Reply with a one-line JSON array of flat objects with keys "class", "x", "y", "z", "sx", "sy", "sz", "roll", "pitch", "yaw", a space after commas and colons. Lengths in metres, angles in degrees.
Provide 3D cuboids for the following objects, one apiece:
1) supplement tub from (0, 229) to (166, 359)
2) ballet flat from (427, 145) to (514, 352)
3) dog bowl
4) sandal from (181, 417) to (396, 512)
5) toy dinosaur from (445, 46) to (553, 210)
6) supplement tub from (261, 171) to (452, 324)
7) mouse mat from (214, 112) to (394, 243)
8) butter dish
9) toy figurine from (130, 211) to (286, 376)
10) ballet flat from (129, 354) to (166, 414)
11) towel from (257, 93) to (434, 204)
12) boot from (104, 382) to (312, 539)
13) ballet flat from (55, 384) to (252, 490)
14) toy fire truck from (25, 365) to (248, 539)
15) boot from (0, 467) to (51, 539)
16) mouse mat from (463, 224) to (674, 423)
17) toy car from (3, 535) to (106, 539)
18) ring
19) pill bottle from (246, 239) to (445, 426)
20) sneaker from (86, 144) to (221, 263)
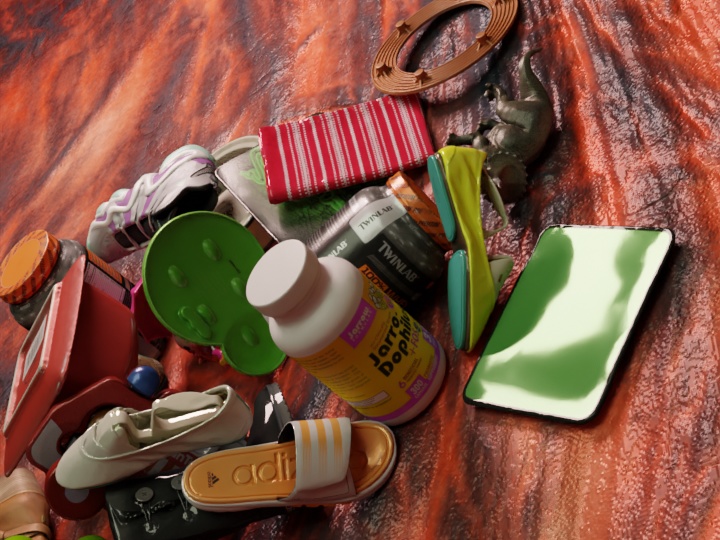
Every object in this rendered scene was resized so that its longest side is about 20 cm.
[{"class": "supplement tub", "x": -0.342, "y": 0.045, "z": 1.634, "sx": 0.122, "sy": 0.200, "sz": 0.123, "roll": -30, "pitch": 38, "yaw": 26}, {"class": "ballet flat", "x": 0.112, "y": -0.024, "z": 1.276, "sx": 0.067, "sy": 0.067, "sz": 0.201, "roll": 133, "pitch": 130, "yaw": -76}, {"class": "dog bowl", "x": -0.157, "y": -0.068, "z": 1.649, "sx": 0.200, "sy": 0.074, "sz": 0.201, "roll": -29, "pitch": 39, "yaw": 26}, {"class": "sandal", "x": -0.067, "y": 0.181, "z": 1.238, "sx": 0.206, "sy": 0.059, "sz": 0.079, "roll": -11, "pitch": 59, "yaw": -4}, {"class": "toy dinosaur", "x": 0.157, "y": -0.139, "z": 1.383, "sx": 0.102, "sy": 0.077, "sz": 0.200, "roll": 23, "pitch": 66, "yaw": 34}, {"class": "supplement tub", "x": 0.000, "y": 0.000, "z": 1.362, "sx": 0.200, "sy": 0.122, "sz": 0.123, "roll": -43, "pitch": 34, "yaw": 9}, {"class": "mouse mat", "x": -0.061, "y": -0.106, "z": 1.547, "sx": 0.161, "sy": 0.008, "sz": 0.200, "roll": -31, "pitch": 46, "yaw": -15}, {"class": "butter dish", "x": -0.301, "y": 0.121, "z": 1.486, "sx": 0.200, "sy": 0.147, "sz": 0.200, "roll": -54, "pitch": 27, "yaw": 37}, {"class": "toy figurine", "x": -0.188, "y": 0.048, "z": 1.527, "sx": 0.150, "sy": 0.200, "sz": 0.184, "roll": -42, "pitch": 7, "yaw": -29}, {"class": "ballet flat", "x": -0.307, "y": 0.184, "z": 1.577, "sx": 0.070, "sy": 0.065, "sz": 0.200, "roll": 2, "pitch": 58, "yaw": 52}, {"class": "towel", "x": -0.019, "y": -0.146, "z": 1.546, "sx": 0.199, "sy": 0.023, "sz": 0.145, "roll": -15, "pitch": 41, "yaw": 4}, {"class": "boot", "x": -0.155, "y": 0.200, "z": 1.318, "sx": 0.199, "sy": 0.066, "sz": 0.165, "roll": -20, "pitch": 36, "yaw": -4}, {"class": "ballet flat", "x": -0.205, "y": 0.153, "z": 1.284, "sx": 0.199, "sy": 0.070, "sz": 0.070, "roll": -16, "pitch": 38, "yaw": -2}, {"class": "toy fire truck", "x": -0.232, "y": 0.192, "z": 1.379, "sx": 0.168, "sy": 0.200, "sz": 0.112, "roll": -55, "pitch": 13, "yaw": -4}, {"class": "boot", "x": -0.443, "y": 0.346, "z": 1.580, "sx": 0.200, "sy": 0.077, "sz": 0.155, "roll": -38, "pitch": 39, "yaw": 3}, {"class": "mouse mat", "x": 0.186, "y": 0.043, "z": 1.201, "sx": 0.161, "sy": 0.008, "sz": 0.200, "roll": 5, "pitch": 60, "yaw": 50}, {"class": "toy car", "x": -0.301, "y": 0.390, "z": 1.347, "sx": 0.164, "sy": 0.157, "sz": 0.201, "roll": 20, "pitch": 101, "yaw": 58}, {"class": "ring", "x": 0.096, "y": -0.284, "z": 1.596, "sx": 0.200, "sy": 0.019, "sz": 0.201, "roll": -24, "pitch": 34, "yaw": 18}, {"class": "pill bottle", "x": -0.015, "y": 0.057, "z": 1.253, "sx": 0.104, "sy": 0.200, "sz": 0.104, "roll": -29, "pitch": 39, "yaw": 27}, {"class": "sneaker", "x": -0.249, "y": -0.056, "z": 1.607, "sx": 0.200, "sy": 0.078, "sz": 0.140, "roll": -42, "pitch": 34, "yaw": 11}]
